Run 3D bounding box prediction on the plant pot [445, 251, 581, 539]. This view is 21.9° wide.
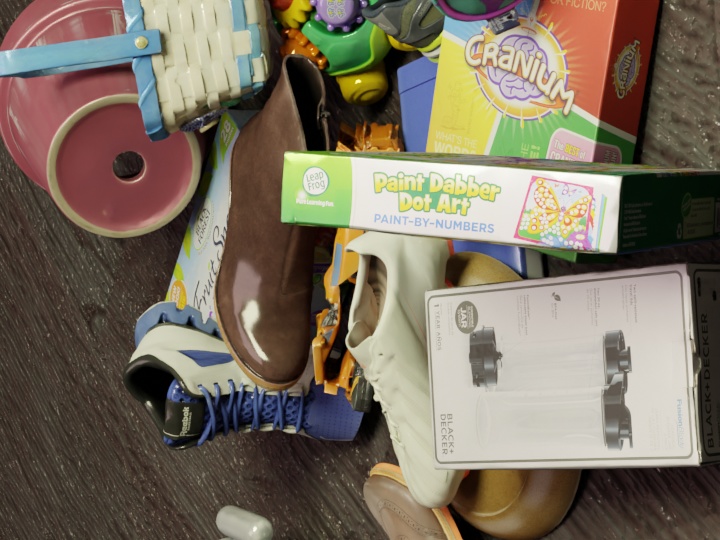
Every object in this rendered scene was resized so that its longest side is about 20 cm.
[{"bbox_3d":[0.078,0.089,1.265,0.199,0.027,0.202,28,125,51],"label":"plant pot"}]

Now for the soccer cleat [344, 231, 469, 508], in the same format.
[{"bbox_3d":[0.026,0.065,1.240,0.069,0.077,0.202,13,111,55],"label":"soccer cleat"}]

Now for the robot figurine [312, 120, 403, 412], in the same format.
[{"bbox_3d":[0.000,0.000,1.336,0.145,0.058,0.202,-86,3,-76],"label":"robot figurine"}]

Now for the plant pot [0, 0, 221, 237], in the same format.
[{"bbox_3d":[-0.207,-0.125,1.565,0.179,0.198,0.202,-114,35,-60],"label":"plant pot"}]

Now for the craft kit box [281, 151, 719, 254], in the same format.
[{"bbox_3d":[0.087,-0.041,1.046,0.196,0.200,0.049,3,94,26],"label":"craft kit box"}]

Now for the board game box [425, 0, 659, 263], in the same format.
[{"bbox_3d":[0.113,-0.119,1.190,0.152,0.040,0.202,18,104,47],"label":"board game box"}]

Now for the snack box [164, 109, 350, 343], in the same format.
[{"bbox_3d":[-0.081,-0.003,1.523,0.169,0.067,0.201,55,133,43],"label":"snack box"}]

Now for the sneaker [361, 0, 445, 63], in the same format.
[{"bbox_3d":[0.056,-0.244,1.260,0.074,0.080,0.202,6,84,58],"label":"sneaker"}]

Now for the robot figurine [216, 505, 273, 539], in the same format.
[{"bbox_3d":[-0.080,0.273,1.482,0.199,0.112,0.172,-5,93,59],"label":"robot figurine"}]

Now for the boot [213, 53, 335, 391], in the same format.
[{"bbox_3d":[-0.058,-0.033,1.338,0.167,0.072,0.202,121,145,-58],"label":"boot"}]

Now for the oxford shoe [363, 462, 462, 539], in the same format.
[{"bbox_3d":[0.043,0.208,1.295,0.200,0.072,0.072,47,163,49],"label":"oxford shoe"}]

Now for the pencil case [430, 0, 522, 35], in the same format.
[{"bbox_3d":[0.048,-0.244,1.171,0.086,0.092,0.201,96,153,-48],"label":"pencil case"}]

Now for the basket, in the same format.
[{"bbox_3d":[-0.166,-0.165,1.372,0.176,0.198,0.141,-91,-3,-82],"label":"basket"}]

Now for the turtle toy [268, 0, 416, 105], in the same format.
[{"bbox_3d":[-0.010,-0.221,1.365,0.200,0.100,0.147,-45,53,50],"label":"turtle toy"}]

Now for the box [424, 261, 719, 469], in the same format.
[{"bbox_3d":[0.134,0.061,1.122,0.199,0.060,0.118,-8,84,43],"label":"box"}]

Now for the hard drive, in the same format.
[{"bbox_3d":[0.076,-0.057,1.299,0.132,0.025,0.202,-16,77,58],"label":"hard drive"}]

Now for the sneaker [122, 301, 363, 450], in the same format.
[{"bbox_3d":[-0.097,0.101,1.420,0.115,0.197,0.081,-61,-15,-58],"label":"sneaker"}]
